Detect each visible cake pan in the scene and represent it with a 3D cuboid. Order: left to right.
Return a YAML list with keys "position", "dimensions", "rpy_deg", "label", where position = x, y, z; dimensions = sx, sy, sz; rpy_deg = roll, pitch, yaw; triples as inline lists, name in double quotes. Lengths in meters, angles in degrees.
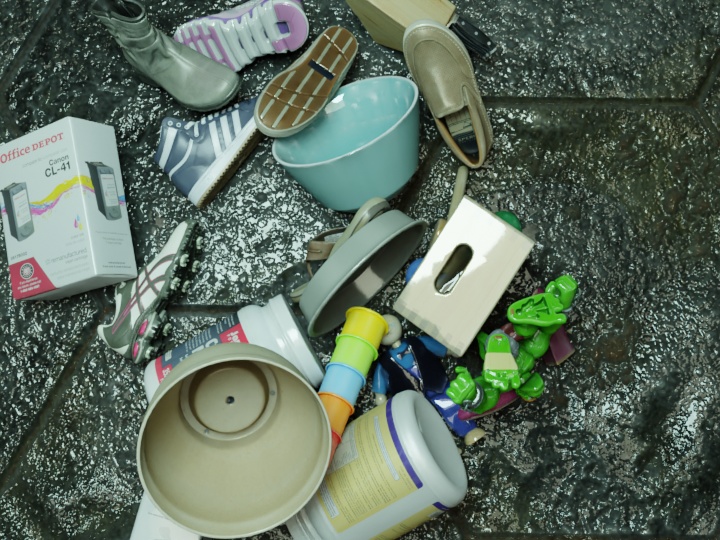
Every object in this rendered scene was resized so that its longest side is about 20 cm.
- position: [0.000, 0.000, 1.008]
  dimensions: [0.200, 0.200, 0.037]
  rpy_deg: [-43, 77, -5]
  label: "cake pan"

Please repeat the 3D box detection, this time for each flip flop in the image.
- position: [-0.033, -0.031, 1.032]
  dimensions: [0.058, 0.201, 0.081]
  rpy_deg: [45, 42, 8]
  label: "flip flop"

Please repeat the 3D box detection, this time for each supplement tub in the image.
- position: [-0.155, 0.133, 1.020]
  dimensions: [0.198, 0.140, 0.142]
  rpy_deg: [-30, 85, -3]
  label: "supplement tub"
- position: [0.014, 0.254, 0.988]
  dimensions: [0.198, 0.145, 0.147]
  rpy_deg: [-32, 84, 15]
  label: "supplement tub"

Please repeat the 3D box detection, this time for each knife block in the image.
- position: [0.079, -0.328, 1.059]
  dimensions: [0.174, 0.200, 0.065]
  rpy_deg: [26, 83, 32]
  label: "knife block"

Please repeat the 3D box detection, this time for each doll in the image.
- position: [0.082, 0.144, 1.065]
  dimensions: [0.135, 0.048, 0.202]
  rpy_deg: [-35, 88, -7]
  label: "doll"

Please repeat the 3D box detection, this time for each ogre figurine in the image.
- position: [0.178, 0.098, 0.960]
  dimensions: [0.097, 0.120, 0.202]
  rpy_deg: [22, 66, 16]
  label: "ogre figurine"

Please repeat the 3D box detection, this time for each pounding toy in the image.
- position: [0.128, -0.022, 1.026]
  dimensions: [0.141, 0.184, 0.202]
  rpy_deg: [34, 94, 9]
  label: "pounding toy"

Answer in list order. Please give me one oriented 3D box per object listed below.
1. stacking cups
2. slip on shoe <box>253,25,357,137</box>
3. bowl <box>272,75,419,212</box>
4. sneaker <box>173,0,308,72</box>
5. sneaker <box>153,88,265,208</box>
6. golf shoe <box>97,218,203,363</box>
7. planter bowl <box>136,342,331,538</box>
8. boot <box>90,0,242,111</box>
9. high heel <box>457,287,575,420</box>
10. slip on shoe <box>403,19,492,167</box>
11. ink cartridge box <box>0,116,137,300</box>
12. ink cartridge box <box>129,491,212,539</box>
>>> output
- position: [-0.024, 0.144, 0.981]
  dimensions: [0.059, 0.061, 0.202]
  rpy_deg: [21, 61, 2]
  label: "stacking cups"
- position: [-0.073, -0.238, 1.065]
  dimensions: [0.075, 0.061, 0.202]
  rpy_deg: [34, 61, -6]
  label: "slip on shoe"
- position: [-0.004, -0.150, 1.043]
  dimensions: [0.198, 0.201, 0.106]
  rpy_deg: [-27, 123, -3]
  label: "bowl"
- position: [-0.156, -0.327, 1.108]
  dimensions: [0.196, 0.089, 0.081]
  rpy_deg: [-10, 128, 17]
  label: "sneaker"
- position: [-0.191, -0.194, 1.091]
  dimensions: [0.108, 0.070, 0.201]
  rpy_deg: [39, 88, 2]
  label: "sneaker"
- position: [-0.273, 0.017, 1.067]
  dimensions: [0.087, 0.077, 0.203]
  rpy_deg: [23, 84, 10]
  label: "golf shoe"
- position: [-0.139, 0.163, 0.885]
  dimensions: [0.196, 0.135, 0.204]
  rpy_deg: [-4, 107, -12]
  label: "planter bowl"
- position: [-0.253, -0.280, 1.038]
  dimensions: [0.198, 0.131, 0.068]
  rpy_deg: [24, 73, 28]
  label: "boot"
- position: [0.185, 0.109, 1.049]
  dimensions: [0.198, 0.067, 0.097]
  rpy_deg: [-31, 94, -28]
  label: "high heel"
- position: [0.113, -0.221, 1.042]
  dimensions: [0.075, 0.061, 0.202]
  rpy_deg: [-14, 125, 22]
  label: "slip on shoe"
- position: [-0.380, -0.074, 1.048]
  dimensions: [0.145, 0.085, 0.204]
  rpy_deg: [-15, 85, 23]
  label: "ink cartridge box"
- position: [-0.229, 0.337, 0.995]
  dimensions: [0.082, 0.144, 0.204]
  rpy_deg: [16, 84, 1]
  label: "ink cartridge box"
